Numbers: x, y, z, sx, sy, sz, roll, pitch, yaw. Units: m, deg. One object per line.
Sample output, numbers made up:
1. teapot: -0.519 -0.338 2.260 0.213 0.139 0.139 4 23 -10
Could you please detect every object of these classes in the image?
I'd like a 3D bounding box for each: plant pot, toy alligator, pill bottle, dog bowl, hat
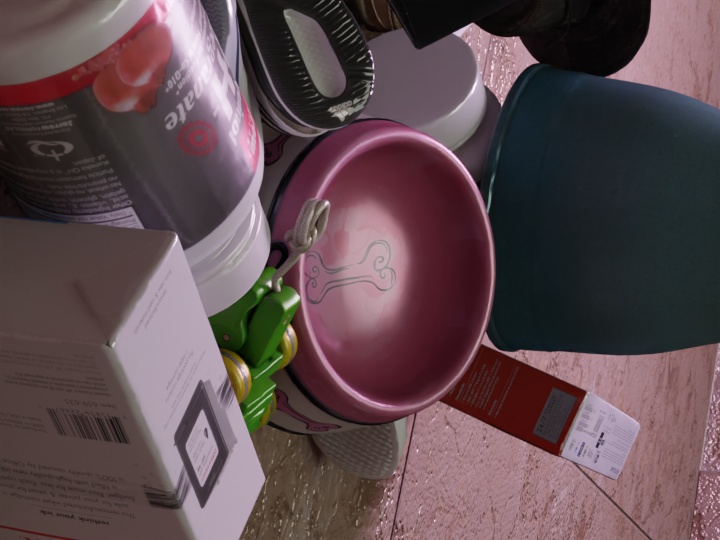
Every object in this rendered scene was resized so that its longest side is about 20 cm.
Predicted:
1. plant pot: 0.198 -0.030 1.050 0.200 0.187 0.201 9 90 -68
2. toy alligator: -0.068 0.035 0.817 0.059 0.054 0.201 -38 153 -54
3. pill bottle: 0.053 -0.065 1.083 0.200 0.113 0.114 70 34 -50
4. dog bowl: 0.000 0.000 0.919 0.200 0.074 0.201 -2 92 -44
5. pill bottle: -0.106 -0.065 0.683 0.200 0.110 0.111 68 35 -51
6. hat: 0.105 -0.207 1.073 0.081 0.200 0.201 -26 128 -23

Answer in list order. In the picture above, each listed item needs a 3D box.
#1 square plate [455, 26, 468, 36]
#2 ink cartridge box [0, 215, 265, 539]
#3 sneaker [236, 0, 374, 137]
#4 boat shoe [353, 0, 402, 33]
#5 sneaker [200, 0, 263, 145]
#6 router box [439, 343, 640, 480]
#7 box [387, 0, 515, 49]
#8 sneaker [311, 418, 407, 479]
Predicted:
1. square plate: 0.078 -0.275 1.205 0.198 0.028 0.201 -48 139 -56
2. ink cartridge box: -0.117 0.072 0.688 0.200 0.115 0.067 76 28 -43
3. sneaker: -0.065 -0.162 0.842 0.075 0.115 0.201 -20 92 -21
4. boat shoe: 0.035 -0.258 1.038 0.076 0.074 0.201 -15 109 -67
5. sneaker: -0.091 -0.104 0.789 0.071 0.073 0.201 -88 174 -56
6. router box: 0.099 0.087 1.147 0.049 0.179 0.200 -65 156 -2
7. box: 0.043 -0.255 0.852 0.201 0.148 0.124 69 9 28
8. sneaker: 0.002 0.049 1.040 0.082 0.074 0.201 -54 145 -43
